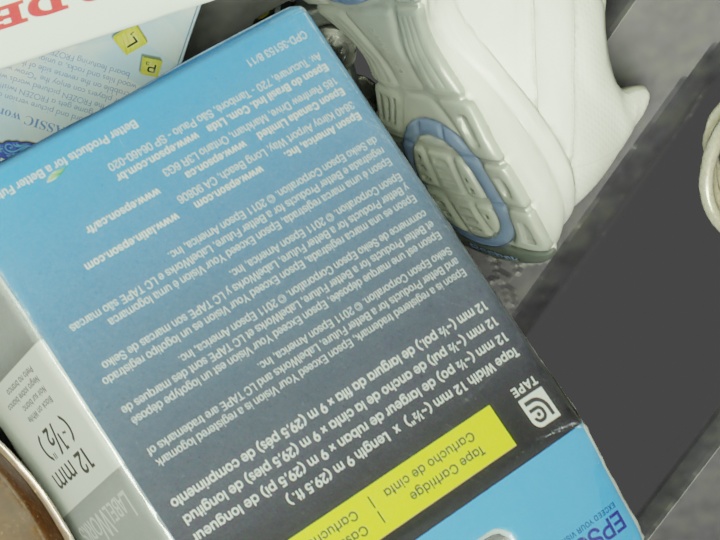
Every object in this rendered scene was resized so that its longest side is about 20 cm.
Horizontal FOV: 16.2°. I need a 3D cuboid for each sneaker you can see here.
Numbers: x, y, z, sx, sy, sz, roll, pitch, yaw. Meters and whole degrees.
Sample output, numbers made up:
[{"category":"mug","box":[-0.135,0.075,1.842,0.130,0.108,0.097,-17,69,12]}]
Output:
[{"category":"sneaker","box":[0.029,-0.100,0.809,0.087,0.074,0.200,-45,127,-26]}]

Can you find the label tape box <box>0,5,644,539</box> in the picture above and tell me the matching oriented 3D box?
[{"category":"label tape box","box":[-0.026,0.038,0.771,0.200,0.143,0.066,57,148,3]}]

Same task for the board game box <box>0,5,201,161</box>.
[{"category":"board game box","box":[-0.144,-0.120,0.810,0.200,0.041,0.200,18,112,-10]}]

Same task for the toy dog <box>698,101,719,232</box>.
[{"category":"toy dog","box":[0.198,-0.082,0.814,0.096,0.132,0.200,-15,128,-38]}]

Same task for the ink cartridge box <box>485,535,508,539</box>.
[{"category":"ink cartridge box","box":[0.039,0.201,0.967,0.197,0.047,0.200,-31,114,11]}]

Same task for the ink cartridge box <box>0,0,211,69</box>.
[{"category":"ink cartridge box","box":[-0.098,-0.154,0.656,0.145,0.083,0.200,-19,138,-8]}]

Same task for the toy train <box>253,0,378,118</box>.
[{"category":"toy train","box":[0.000,0.000,0.876,0.046,0.034,0.200,-14,114,8]}]

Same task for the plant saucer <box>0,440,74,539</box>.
[{"category":"plant saucer","box":[-0.170,0.114,0.779,0.200,0.034,0.201,2,105,9]}]

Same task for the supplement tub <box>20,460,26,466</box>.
[{"category":"supplement tub","box":[-0.098,0.134,0.866,0.200,0.145,0.145,-12,115,16]}]
